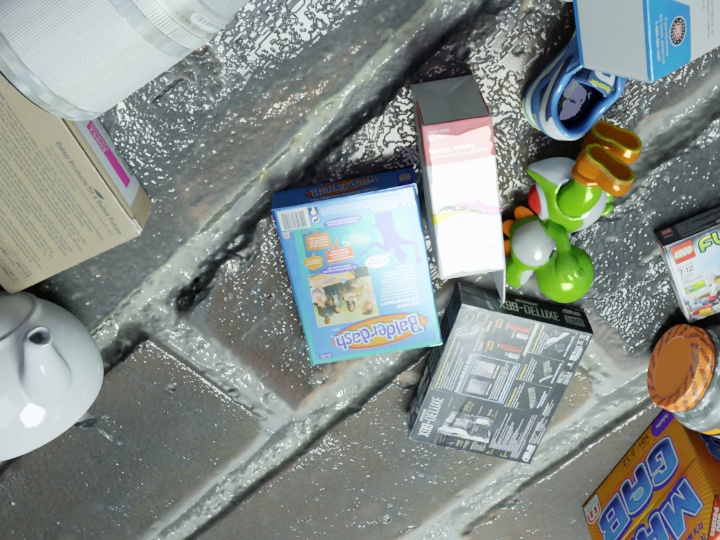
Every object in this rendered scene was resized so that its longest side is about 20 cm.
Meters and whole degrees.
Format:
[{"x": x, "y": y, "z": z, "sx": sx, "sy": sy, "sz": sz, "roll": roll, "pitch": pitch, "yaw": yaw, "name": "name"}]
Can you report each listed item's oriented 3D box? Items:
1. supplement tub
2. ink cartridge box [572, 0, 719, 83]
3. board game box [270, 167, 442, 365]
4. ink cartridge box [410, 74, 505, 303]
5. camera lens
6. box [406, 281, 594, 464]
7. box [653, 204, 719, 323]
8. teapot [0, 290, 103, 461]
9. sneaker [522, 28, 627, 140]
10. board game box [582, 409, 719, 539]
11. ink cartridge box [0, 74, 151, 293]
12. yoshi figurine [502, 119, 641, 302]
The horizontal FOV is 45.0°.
[{"x": 0.435, "y": 0.135, "z": 0.979, "sx": 0.199, "sy": 0.123, "sz": 0.123, "roll": 19, "pitch": 118, "yaw": -11, "name": "supplement tub"}, {"x": 0.272, "y": -0.265, "z": 0.714, "sx": 0.199, "sy": 0.084, "sz": 0.147, "roll": -30, "pitch": 123, "yaw": -22, "name": "ink cartridge box"}, {"x": 0.000, "y": 0.000, "z": 0.934, "sx": 0.151, "sy": 0.045, "sz": 0.201, "roll": -9, "pitch": 120, "yaw": 4, "name": "board game box"}, {"x": 0.096, "y": -0.073, "z": 0.852, "sx": 0.067, "sy": 0.117, "sz": 0.201, "roll": -9, "pitch": 120, "yaw": 3, "name": "ink cartridge box"}, {"x": -0.211, "y": -0.234, "z": 0.725, "sx": 0.199, "sy": 0.160, "sz": 0.160, "roll": -29, "pitch": 117, "yaw": 15, "name": "camera lens"}, {"x": 0.156, "y": 0.124, "z": 1.008, "sx": 0.156, "sy": 0.050, "sz": 0.201, "roll": 12, "pitch": 119, "yaw": -8, "name": "box"}, {"x": 0.428, "y": -0.030, "z": 0.932, "sx": 0.199, "sy": 0.035, "sz": 0.110, "roll": -24, "pitch": 118, "yaw": 13, "name": "box"}, {"x": -0.376, "y": 0.088, "z": 0.901, "sx": 0.198, "sy": 0.198, "sz": 0.147, "roll": -18, "pitch": 119, "yaw": 2, "name": "teapot"}, {"x": 0.227, "y": -0.205, "z": 0.798, "sx": 0.073, "sy": 0.082, "sz": 0.201, "roll": 22, "pitch": 114, "yaw": -12, "name": "sneaker"}, {"x": 0.423, "y": 0.323, "z": 1.044, "sx": 0.199, "sy": 0.200, "sz": 0.201, "roll": 22, "pitch": 118, "yaw": -13, "name": "board game box"}, {"x": -0.327, "y": -0.099, "z": 0.852, "sx": 0.164, "sy": 0.075, "sz": 0.201, "roll": -23, "pitch": 118, "yaw": 10, "name": "ink cartridge box"}, {"x": 0.220, "y": -0.042, "z": 0.878, "sx": 0.112, "sy": 0.113, "sz": 0.201, "roll": -2, "pitch": 142, "yaw": -26, "name": "yoshi figurine"}]
